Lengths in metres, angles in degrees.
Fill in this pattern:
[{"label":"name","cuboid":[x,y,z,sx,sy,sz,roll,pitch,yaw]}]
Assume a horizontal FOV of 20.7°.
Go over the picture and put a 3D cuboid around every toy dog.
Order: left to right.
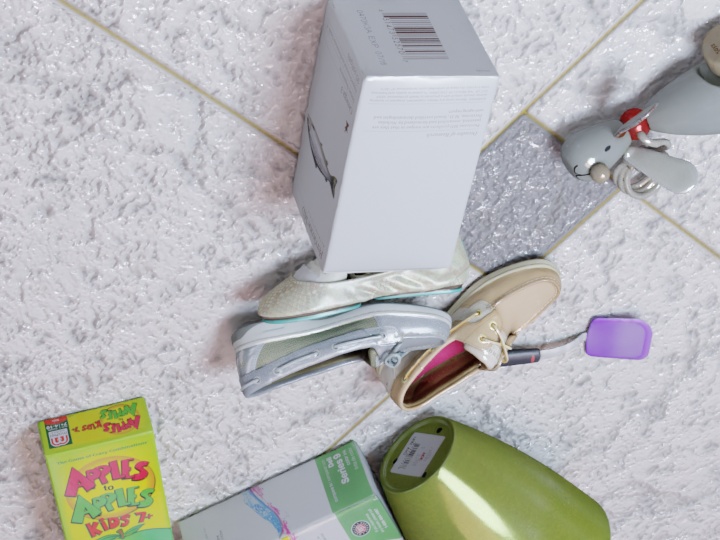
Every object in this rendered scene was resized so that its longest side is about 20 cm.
[{"label":"toy dog","cuboid":[0.283,-0.121,1.708,0.132,0.096,0.200,30,116,-38]}]

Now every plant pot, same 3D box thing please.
[{"label":"plant pot","cuboid":[0.114,0.241,1.948,0.187,0.187,0.200,-37,119,14]}]

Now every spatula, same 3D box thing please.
[{"label":"spatula","cuboid":[0.186,0.076,1.915,0.199,0.021,0.057,-8,134,-13]}]

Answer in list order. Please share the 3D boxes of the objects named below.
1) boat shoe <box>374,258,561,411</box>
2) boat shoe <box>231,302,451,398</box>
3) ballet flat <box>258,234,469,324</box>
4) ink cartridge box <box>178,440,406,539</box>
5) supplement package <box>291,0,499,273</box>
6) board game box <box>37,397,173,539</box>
[{"label":"boat shoe","cuboid":[0.109,0.066,1.844,0.200,0.069,0.074,-35,133,12]},{"label":"boat shoe","cuboid":[-0.014,0.072,1.790,0.201,0.065,0.074,-6,164,-12]},{"label":"ballet flat","cuboid":[0.000,0.000,1.762,0.199,0.067,0.063,-10,105,-16]},{"label":"ink cartridge box","cuboid":[-0.060,0.277,1.962,0.200,0.088,0.145,-27,134,2]},{"label":"supplement package","cuboid":[0.024,-0.110,1.619,0.117,0.117,0.200,-3,131,-18]},{"label":"board game box","cuboid":[-0.237,0.215,1.866,0.101,0.048,0.200,-13,134,-9]}]
